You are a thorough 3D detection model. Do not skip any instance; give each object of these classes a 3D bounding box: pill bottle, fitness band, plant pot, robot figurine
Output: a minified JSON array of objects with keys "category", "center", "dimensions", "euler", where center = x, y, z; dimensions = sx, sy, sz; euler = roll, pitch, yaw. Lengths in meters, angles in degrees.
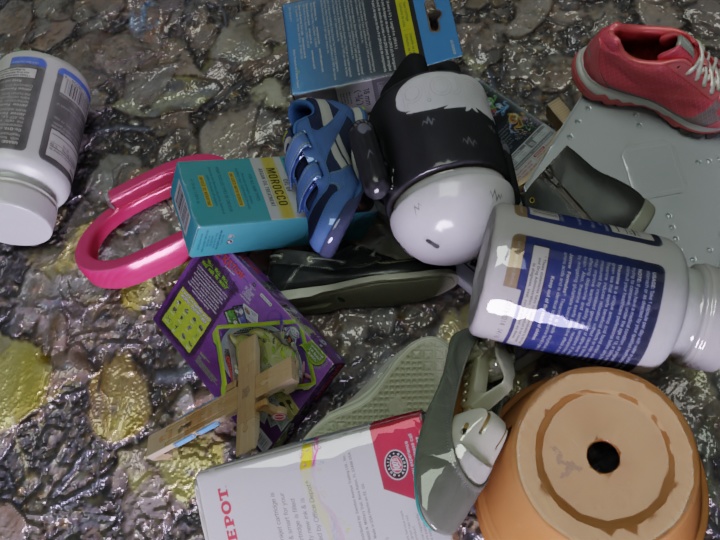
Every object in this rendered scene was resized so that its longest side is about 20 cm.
[{"category":"pill bottle","center":[0.193,0.019,0.628],"dimensions":[0.196,0.111,0.113],"euler":[13,66,4]},{"category":"fitness band","center":[-0.220,-0.057,0.847],"dimensions":[0.197,0.038,0.145],"euler":[-26,43,0]},{"category":"plant pot","center":[0.190,0.167,0.630],"dimensions":[0.196,0.141,0.203],"euler":[-4,64,7]},{"category":"robot figurine","center":[0.073,-0.104,0.738],"dimensions":[0.148,0.125,0.203],"euler":[-15,66,7]},{"category":"pill bottle","center":[-0.386,-0.140,0.900],"dimensions":[0.111,0.114,0.203],"euler":[-2,63,9]}]

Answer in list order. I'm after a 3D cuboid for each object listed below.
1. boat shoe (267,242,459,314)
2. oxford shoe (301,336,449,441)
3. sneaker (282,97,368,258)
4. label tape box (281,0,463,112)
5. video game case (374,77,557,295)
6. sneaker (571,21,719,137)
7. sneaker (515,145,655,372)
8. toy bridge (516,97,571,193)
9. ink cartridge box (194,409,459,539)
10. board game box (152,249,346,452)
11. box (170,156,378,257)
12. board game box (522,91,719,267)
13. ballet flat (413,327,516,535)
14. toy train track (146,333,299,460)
[{"category":"boat shoe","center":[0.000,0.000,0.784],"dimensions":[0.196,0.072,0.069],"euler":[-5,66,10]},{"category":"oxford shoe","center":[0.014,0.140,0.726],"dimensions":[0.075,0.058,0.200],"euler":[45,92,2]},{"category":"sneaker","center":[-0.041,-0.095,0.753],"dimensions":[0.081,0.074,0.202],"euler":[19,43,-18]},{"category":"label tape box","center":[0.013,-0.263,0.916],"dimensions":[0.196,0.064,0.147],"euler":[-10,62,5]},{"category":"video game case","center":[0.126,-0.095,0.838],"dimensions":[0.200,0.023,0.181],"euler":[-44,65,-11]},{"category":"sneaker","center":[0.309,-0.189,0.751],"dimensions":[0.196,0.087,0.075],"euler":[12,72,0]},{"category":"sneaker","center":[0.169,-0.009,0.724],"dimensions":[0.106,0.075,0.201],"euler":[37,98,5]},{"category":"toy bridge","center":[0.143,-0.105,0.811],"dimensions":[0.198,0.027,0.068],"euler":[-30,64,-6]},{"category":"ink cartridge box","center":[-0.022,0.213,0.651],"dimensions":[0.196,0.086,0.150],"euler":[-15,81,7]},{"category":"board game box","center":[-0.116,0.069,0.768],"dimensions":[0.200,0.032,0.121],"euler":[45,111,25]},{"category":"box","center":[-0.086,-0.070,0.794],"dimensions":[0.197,0.049,0.083],"euler":[-8,60,-29]},{"category":"board game box","center":[0.290,-0.096,0.780],"dimensions":[0.198,0.026,0.201],"euler":[34,73,7]},{"category":"ballet flat","center":[0.090,0.113,0.621],"dimensions":[0.063,0.067,0.201],"euler":[-30,24,35]},{"category":"toy train track","center":[-0.126,0.136,0.728],"dimensions":[0.198,0.032,0.116],"euler":[-30,45,28]}]
